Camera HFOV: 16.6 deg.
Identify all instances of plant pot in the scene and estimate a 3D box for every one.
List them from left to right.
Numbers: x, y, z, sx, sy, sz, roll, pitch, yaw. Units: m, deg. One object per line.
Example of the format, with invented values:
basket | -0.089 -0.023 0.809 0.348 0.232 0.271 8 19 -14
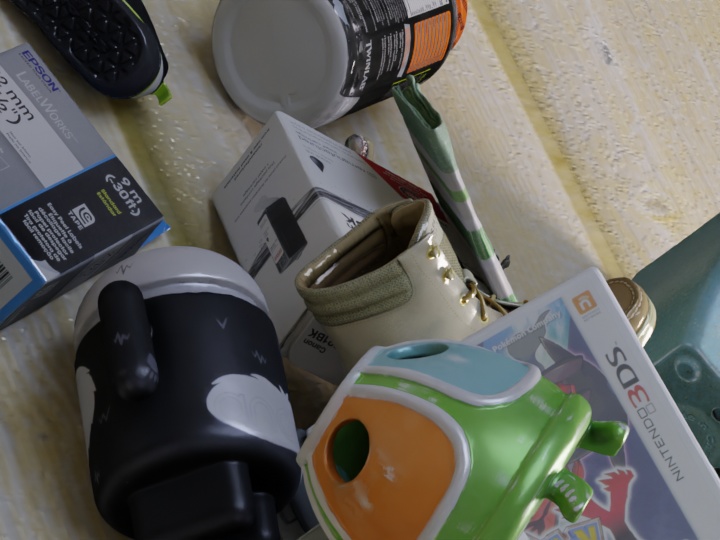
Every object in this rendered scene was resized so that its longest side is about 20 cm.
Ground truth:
plant pot | 0.282 0.077 1.837 0.196 0.196 0.200 50 42 0

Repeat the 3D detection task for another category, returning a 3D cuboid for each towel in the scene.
towel | 0.078 -0.026 1.655 0.153 0.023 0.200 -117 -178 -71

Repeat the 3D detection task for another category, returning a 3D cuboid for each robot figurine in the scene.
robot figurine | -0.104 0.082 1.440 0.125 0.150 0.200 3 53 -22

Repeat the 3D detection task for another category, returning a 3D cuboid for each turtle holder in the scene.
turtle holder | 0.050 0.091 1.232 0.132 0.141 0.186 33 43 6

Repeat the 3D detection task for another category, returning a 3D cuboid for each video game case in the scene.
video game case | 0.095 0.123 1.435 0.182 0.200 0.023 61 5 16

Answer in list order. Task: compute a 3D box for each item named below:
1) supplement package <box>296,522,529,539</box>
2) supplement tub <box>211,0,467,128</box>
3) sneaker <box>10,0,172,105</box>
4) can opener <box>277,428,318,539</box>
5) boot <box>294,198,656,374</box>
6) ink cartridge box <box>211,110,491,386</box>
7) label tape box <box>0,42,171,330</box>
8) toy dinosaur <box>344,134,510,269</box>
supplement package | -0.014 0.225 1.329 0.147 0.200 0.191 53 34 6
supplement tub | -0.009 -0.179 1.801 0.123 0.122 0.200 54 33 6
sneaker | -0.197 -0.190 1.668 0.200 0.072 0.083 57 10 9
can opener | -0.006 0.191 1.488 0.200 0.053 0.066 61 12 3
boot | 0.072 0.019 1.497 0.155 0.200 0.072 66 -3 -30
ink cartridge box | 0.000 0.000 1.619 0.144 0.084 0.200 27 20 -30
label tape box | -0.198 -0.063 1.522 0.143 0.066 0.200 52 35 3
toy dinosaur | 0.052 -0.011 1.779 0.088 0.047 0.200 -20 73 -40
